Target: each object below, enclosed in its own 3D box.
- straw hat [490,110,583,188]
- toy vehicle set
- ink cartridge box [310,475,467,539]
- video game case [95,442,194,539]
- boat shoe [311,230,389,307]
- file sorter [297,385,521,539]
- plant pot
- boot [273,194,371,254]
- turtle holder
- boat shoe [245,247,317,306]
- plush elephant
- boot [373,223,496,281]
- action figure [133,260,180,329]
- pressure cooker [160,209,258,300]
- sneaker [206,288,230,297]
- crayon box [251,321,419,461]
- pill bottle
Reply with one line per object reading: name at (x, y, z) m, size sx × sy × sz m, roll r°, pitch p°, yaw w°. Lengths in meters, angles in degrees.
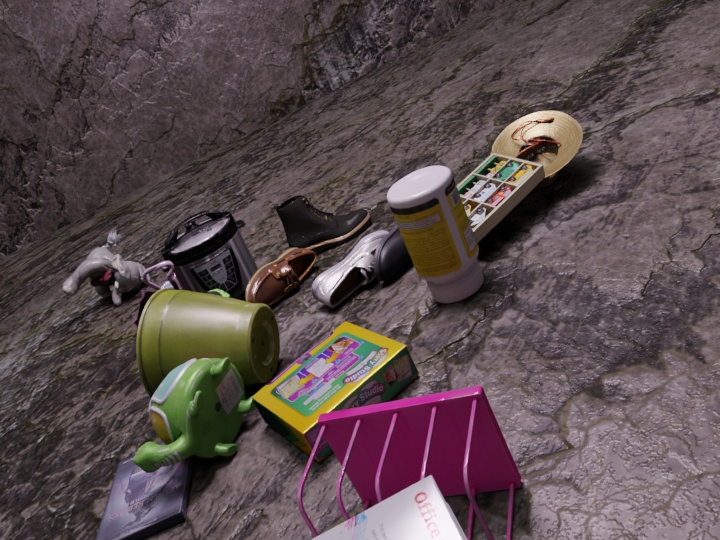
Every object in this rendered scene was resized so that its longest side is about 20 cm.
straw hat at (0.352, -0.213, 1.441) m, size 0.197 × 0.086 × 0.204 m, roll -20°, pitch 42°, yaw 19°
toy vehicle set at (0.227, -0.136, 1.342) m, size 0.199 × 0.027 × 0.123 m, roll -42°, pitch 38°, yaw -21°
ink cartridge box at (0.022, 0.311, 0.629) m, size 0.197 × 0.147 × 0.146 m, roll -27°, pitch 27°, yaw -2°
video game case at (-0.318, 0.328, 1.112) m, size 0.140 × 0.019 × 0.201 m, roll -25°, pitch 23°, yaw 4°
boat shoe at (0.000, 0.000, 1.405) m, size 0.198 × 0.072 × 0.069 m, roll -36°, pitch 41°, yaw -21°
file sorter at (0.052, 0.232, 0.780) m, size 0.196 × 0.141 × 0.126 m, roll -14°, pitch 28°, yaw 25°
plant pot at (-0.245, 0.126, 1.261) m, size 0.188 × 0.204 × 0.202 m, roll -5°, pitch 29°, yaw 17°
boot at (-0.085, -0.124, 1.646) m, size 0.197 × 0.141 × 0.077 m, roll -28°, pitch 23°, yaw -8°
turtle holder at (-0.255, 0.225, 1.122) m, size 0.129 × 0.141 × 0.190 m, roll -4°, pitch 62°, yaw 29°
boat shoe at (-0.162, 0.012, 1.531) m, size 0.066 × 0.073 × 0.200 m, roll -7°, pitch 27°, yaw 40°
plush elephant at (-0.651, 0.016, 1.960) m, size 0.153 × 0.164 × 0.203 m, roll 32°, pitch 92°, yaw 23°
boot at (0.137, -0.045, 1.366) m, size 0.196 × 0.067 × 0.166 m, roll 0°, pitch 41°, yaw 33°
action figure at (-0.413, 0.084, 1.548) m, size 0.131 × 0.152 × 0.200 m, roll -17°, pitch -9°, yaw -3°
pressure cooker at (-0.333, -0.026, 1.623) m, size 0.175 × 0.203 × 0.177 m, roll -12°, pitch 25°, yaw 28°
sneaker at (-0.288, 0.093, 1.491) m, size 0.083 × 0.078 × 0.198 m, roll -33°, pitch 23°, yaw -26°
crayon box at (-0.039, 0.171, 1.096) m, size 0.199 × 0.059 × 0.171 m, roll -37°, pitch 27°, yaw -23°
pill bottle at (0.128, -0.056, 1.209) m, size 0.112 × 0.203 × 0.115 m, roll -20°, pitch 24°, yaw 9°
